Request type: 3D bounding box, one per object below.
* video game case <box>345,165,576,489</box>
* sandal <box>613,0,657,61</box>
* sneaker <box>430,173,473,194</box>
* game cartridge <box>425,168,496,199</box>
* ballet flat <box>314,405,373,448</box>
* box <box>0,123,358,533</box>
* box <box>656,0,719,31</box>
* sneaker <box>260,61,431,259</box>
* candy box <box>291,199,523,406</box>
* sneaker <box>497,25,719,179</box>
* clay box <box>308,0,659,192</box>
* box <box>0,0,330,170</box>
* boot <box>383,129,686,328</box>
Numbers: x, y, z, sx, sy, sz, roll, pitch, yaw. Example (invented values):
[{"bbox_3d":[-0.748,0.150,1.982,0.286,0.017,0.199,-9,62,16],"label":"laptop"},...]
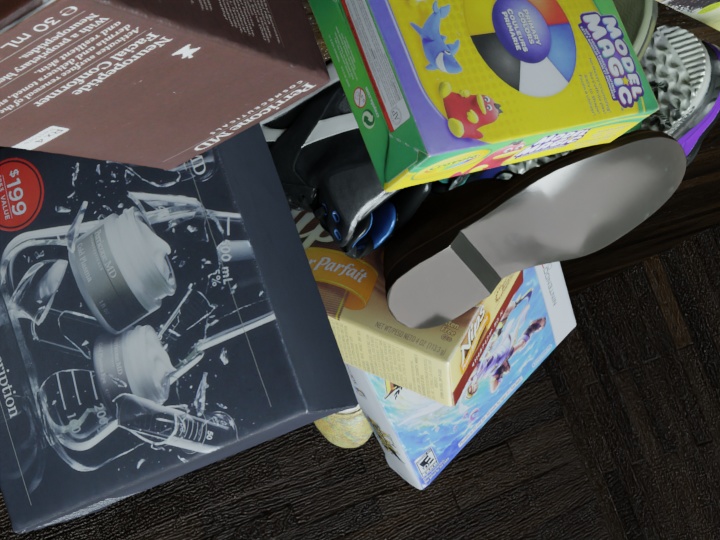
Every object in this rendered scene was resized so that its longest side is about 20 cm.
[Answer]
[{"bbox_3d":[0.078,0.046,0.931,0.200,0.045,0.182,-44,138,-17],"label":"video game case"},{"bbox_3d":[0.090,-0.129,0.739,0.198,0.081,0.057,-24,157,16],"label":"sandal"},{"bbox_3d":[0.089,-0.113,0.818,0.120,0.085,0.199,-26,178,-41],"label":"sneaker"},{"bbox_3d":[0.127,-0.067,0.979,0.200,0.040,0.134,-42,148,-11],"label":"game cartridge"},{"bbox_3d":[-0.017,0.047,0.922,0.069,0.204,0.071,0,-169,0],"label":"ballet flat"},{"bbox_3d":[-0.125,0.016,0.671,0.180,0.203,0.104,-23,171,11],"label":"box"},{"bbox_3d":[0.234,-0.195,0.750,0.075,0.051,0.199,-26,171,30],"label":"box"},{"bbox_3d":[-0.040,-0.049,0.755,0.198,0.114,0.073,-28,160,29],"label":"sneaker"},{"bbox_3d":[0.000,0.000,0.815,0.116,0.198,0.056,-55,153,-31],"label":"candy box"},{"bbox_3d":[0.176,-0.075,0.800,0.099,0.070,0.200,-3,148,-48],"label":"sneaker"},{"bbox_3d":[0.077,-0.118,0.627,0.198,0.117,0.047,-16,169,-36],"label":"clay box"},{"bbox_3d":[-0.102,-0.097,0.470,0.099,0.076,0.199,-25,172,22],"label":"box"},{"bbox_3d":[0.099,-0.042,0.732,0.198,0.076,0.074,-26,127,14],"label":"boot"}]
